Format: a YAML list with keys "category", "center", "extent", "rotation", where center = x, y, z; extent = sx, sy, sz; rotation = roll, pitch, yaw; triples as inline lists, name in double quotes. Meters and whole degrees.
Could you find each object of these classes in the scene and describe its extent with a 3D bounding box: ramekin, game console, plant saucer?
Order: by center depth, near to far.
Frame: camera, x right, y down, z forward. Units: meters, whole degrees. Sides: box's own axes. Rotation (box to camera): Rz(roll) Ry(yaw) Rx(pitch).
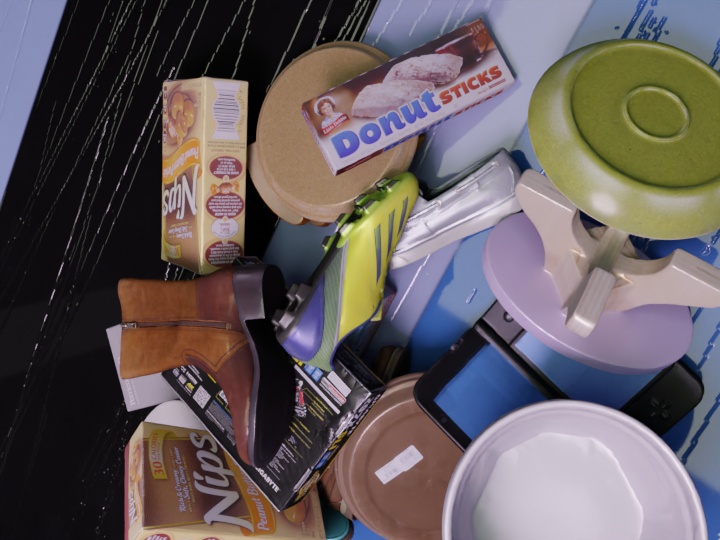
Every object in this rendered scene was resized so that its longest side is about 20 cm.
- category: "ramekin"
  center: [0.164, 0.209, 0.598]
  extent: [0.196, 0.105, 0.204]
  rotation: [-1, 78, 6]
- category: "plant saucer"
  center: [0.238, -0.121, 0.604]
  extent: [0.196, 0.031, 0.203]
  rotation: [2, 64, -4]
- category: "game console"
  center: [0.182, 0.111, 0.677]
  extent: [0.200, 0.118, 0.173]
  rotation: [44, 118, 12]
- category: "plant saucer"
  center: [0.071, 0.200, 0.744]
  extent: [0.196, 0.030, 0.204]
  rotation: [0, 107, 0]

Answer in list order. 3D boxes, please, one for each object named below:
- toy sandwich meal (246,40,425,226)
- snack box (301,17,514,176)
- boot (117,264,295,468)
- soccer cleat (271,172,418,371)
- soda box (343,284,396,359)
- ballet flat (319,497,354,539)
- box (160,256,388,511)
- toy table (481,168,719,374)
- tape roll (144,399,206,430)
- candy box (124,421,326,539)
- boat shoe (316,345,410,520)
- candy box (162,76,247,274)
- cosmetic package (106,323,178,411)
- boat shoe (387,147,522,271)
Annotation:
- category: "toy sandwich meal"
  center: [-0.025, -0.136, 0.771]
  extent: [0.202, 0.070, 0.209]
  rotation: [-2, 85, 21]
- category: "snack box"
  center: [0.046, -0.166, 0.699]
  extent: [0.198, 0.024, 0.073]
  rotation: [-28, 86, -10]
- category: "boot"
  center: [-0.165, 0.093, 0.712]
  extent: [0.197, 0.068, 0.192]
  rotation: [-7, 87, 26]
- category: "soccer cleat"
  center: [0.000, 0.000, 0.680]
  extent: [0.083, 0.065, 0.201]
  rotation: [38, 81, -15]
- category: "soda box"
  center: [-0.039, 0.095, 0.800]
  extent: [0.063, 0.068, 0.202]
  rotation: [32, 109, 16]
- category: "ballet flat"
  center: [-0.091, 0.289, 0.860]
  extent: [0.197, 0.068, 0.076]
  rotation: [16, 124, 27]
- category: "box"
  center: [-0.093, 0.111, 0.740]
  extent: [0.200, 0.049, 0.161]
  rotation: [42, 105, 20]
- category: "toy table"
  center: [0.208, -0.005, 0.625]
  extent: [0.197, 0.118, 0.186]
  rotation: [19, 64, 5]
- category: "tape roll"
  center: [-0.211, 0.257, 0.875]
  extent: [0.201, 0.037, 0.207]
  rotation: [-9, 78, 42]
- category: "candy box"
  center: [-0.137, 0.230, 0.750]
  extent: [0.055, 0.198, 0.116]
  rotation: [-51, 37, 31]
- category: "boat shoe"
  center: [-0.005, 0.169, 0.794]
  extent: [0.067, 0.072, 0.203]
  rotation: [22, 101, 24]
- category: "candy box"
  center: [-0.174, -0.105, 0.810]
  extent: [0.115, 0.055, 0.204]
  rotation: [15, 104, 53]
- category: "cosmetic package"
  center: [-0.188, 0.087, 0.857]
  extent: [0.197, 0.090, 0.109]
  rotation: [-19, 87, 21]
- category: "boat shoe"
  center: [0.067, -0.061, 0.729]
  extent: [0.198, 0.070, 0.072]
  rotation: [-24, 104, 18]
